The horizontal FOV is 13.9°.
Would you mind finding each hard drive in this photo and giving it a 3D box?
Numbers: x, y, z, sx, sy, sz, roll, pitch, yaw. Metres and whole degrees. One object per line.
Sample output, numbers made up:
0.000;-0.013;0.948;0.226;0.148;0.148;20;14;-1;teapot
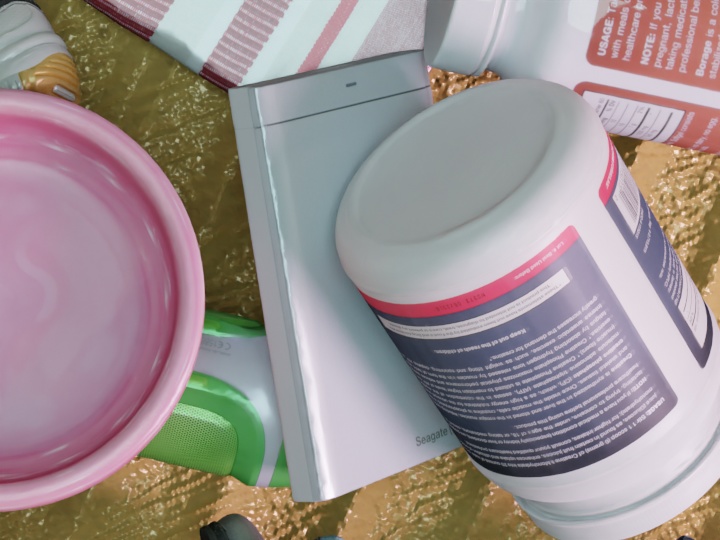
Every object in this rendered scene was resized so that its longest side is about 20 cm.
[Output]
0.000;0.000;1.443;0.027;0.132;0.201;-2;100;40;hard drive

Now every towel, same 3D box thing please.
-0.045;-0.161;1.493;0.200;0.023;0.144;32;91;-4;towel

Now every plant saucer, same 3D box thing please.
-0.173;0.016;1.394;0.200;0.051;0.201;0;79;-1;plant saucer

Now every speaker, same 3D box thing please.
-0.118;0.050;1.465;0.199;0.088;0.089;14;91;-4;speaker

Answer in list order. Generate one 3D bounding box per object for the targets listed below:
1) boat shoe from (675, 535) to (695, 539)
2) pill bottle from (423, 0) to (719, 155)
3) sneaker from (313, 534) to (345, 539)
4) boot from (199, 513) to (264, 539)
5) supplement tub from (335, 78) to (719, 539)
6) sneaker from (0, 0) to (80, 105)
0.140;0.227;1.483;0.091;0.071;0.200;33;101;-10;boat shoe
0.137;-0.122;1.453;0.199;0.112;0.113;11;92;-9;pill bottle
0.021;0.214;1.428;0.086;0.078;0.200;-42;104;-6;sneaker
0.017;0.178;1.496;0.131;0.068;0.200;-36;101;-6;boot
0.089;0.021;1.419;0.140;0.140;0.200;-34;122;-2;supplement tub
-0.235;-0.072;1.470;0.200;0.076;0.088;-30;65;7;sneaker
